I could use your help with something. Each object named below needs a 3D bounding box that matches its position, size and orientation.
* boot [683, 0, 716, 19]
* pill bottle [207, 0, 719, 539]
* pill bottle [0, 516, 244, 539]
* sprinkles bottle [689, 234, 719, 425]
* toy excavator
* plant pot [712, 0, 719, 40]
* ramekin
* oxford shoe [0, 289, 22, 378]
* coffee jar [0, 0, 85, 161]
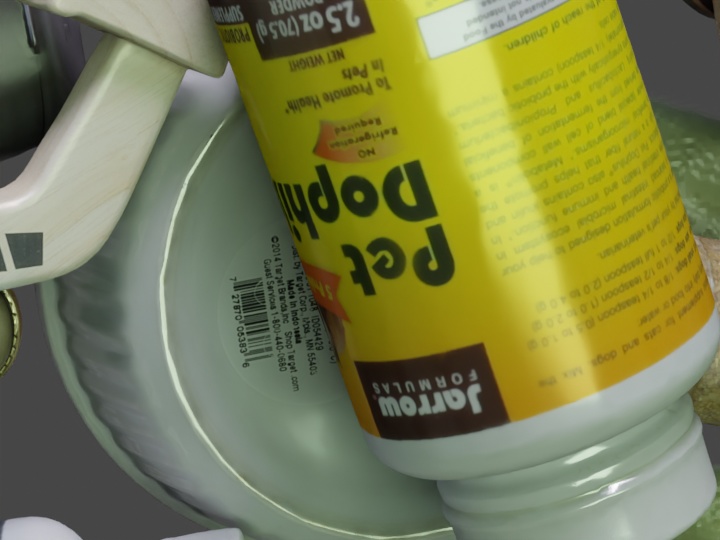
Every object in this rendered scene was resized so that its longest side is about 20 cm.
[{"bbox_3d":[0.082,-0.137,0.860,0.199,0.097,0.075,11,104,-49],"label":"boot"},{"bbox_3d":[0.035,-0.017,0.727,0.109,0.109,0.201,-23,102,-13],"label":"pill bottle"},{"bbox_3d":[-0.126,0.139,0.783,0.198,0.120,0.121,-11,100,-2],"label":"pill bottle"},{"bbox_3d":[0.190,0.032,0.912,0.198,0.068,0.069,9,94,-17],"label":"sprinkles bottle"},{"bbox_3d":[-0.135,0.007,0.725,0.199,0.100,0.196,-6,105,-28],"label":"toy excavator"},{"bbox_3d":[0.180,-0.139,0.864,0.199,0.027,0.201,-28,134,-34],"label":"plant pot"},{"bbox_3d":[0.000,0.000,0.831,0.199,0.105,0.202,-2,98,-17],"label":"ramekin"},{"bbox_3d":[-0.199,0.037,0.791,0.198,0.074,0.071,-12,100,-15],"label":"oxford shoe"},{"bbox_3d":[-0.184,-0.068,0.777,0.198,0.085,0.105,-12,94,-15],"label":"coffee jar"}]
